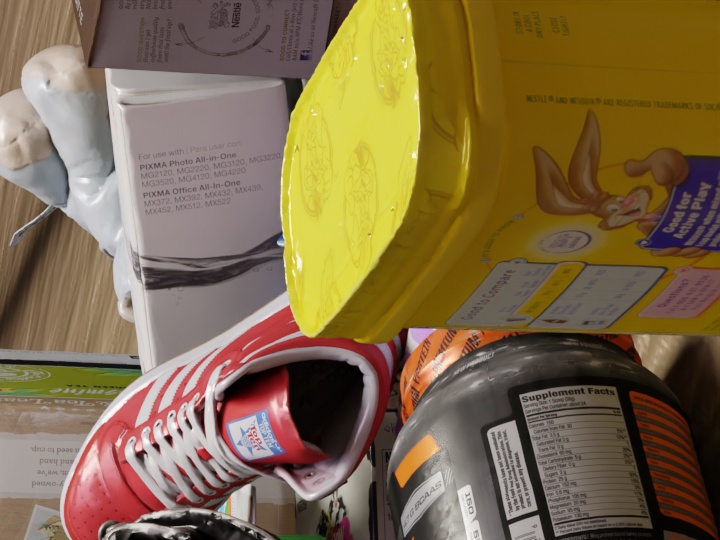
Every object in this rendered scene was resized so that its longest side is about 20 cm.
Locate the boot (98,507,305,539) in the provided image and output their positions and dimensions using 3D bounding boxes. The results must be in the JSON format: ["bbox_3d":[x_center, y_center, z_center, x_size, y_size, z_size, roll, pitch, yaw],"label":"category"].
[{"bbox_3d":[-0.040,0.139,1.164,0.199,0.174,0.070,-9,59,48],"label":"boot"}]

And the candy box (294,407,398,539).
[{"bbox_3d":[0.014,0.174,1.370,0.136,0.061,0.202,144,126,-69],"label":"candy box"}]

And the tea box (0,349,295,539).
[{"bbox_3d":[-0.145,0.126,1.646,0.197,0.198,0.135,-150,64,-72],"label":"tea box"}]

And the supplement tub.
[{"bbox_3d":[0.078,0.117,1.071,0.123,0.122,0.201,112,154,-48],"label":"supplement tub"}]

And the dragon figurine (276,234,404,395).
[{"bbox_3d":[0.000,0.000,1.306,0.100,0.199,0.059,57,-175,-32],"label":"dragon figurine"}]

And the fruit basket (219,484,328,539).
[{"bbox_3d":[-0.066,0.193,1.377,0.200,0.093,0.187,174,97,-76],"label":"fruit basket"}]

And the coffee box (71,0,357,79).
[{"bbox_3d":[-0.032,-0.151,1.316,0.115,0.198,0.080,-110,27,-48],"label":"coffee box"}]

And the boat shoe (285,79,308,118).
[{"bbox_3d":[-0.021,-0.060,1.487,0.072,0.070,0.201,128,140,-62],"label":"boat shoe"}]

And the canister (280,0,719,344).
[{"bbox_3d":[0.089,-0.032,0.919,0.149,0.198,0.087,127,141,-61],"label":"canister"}]

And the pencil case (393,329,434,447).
[{"bbox_3d":[0.066,0.005,1.195,0.085,0.084,0.201,20,115,31],"label":"pencil case"}]

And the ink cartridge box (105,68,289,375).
[{"bbox_3d":[-0.074,-0.023,1.391,0.145,0.083,0.201,-109,13,-64],"label":"ink cartridge box"}]

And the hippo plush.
[{"bbox_3d":[-0.142,-0.036,1.725,0.200,0.159,0.161,-54,45,29],"label":"hippo plush"}]

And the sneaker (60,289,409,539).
[{"bbox_3d":[-0.061,0.076,1.240,0.200,0.071,0.113,-38,12,17],"label":"sneaker"}]
